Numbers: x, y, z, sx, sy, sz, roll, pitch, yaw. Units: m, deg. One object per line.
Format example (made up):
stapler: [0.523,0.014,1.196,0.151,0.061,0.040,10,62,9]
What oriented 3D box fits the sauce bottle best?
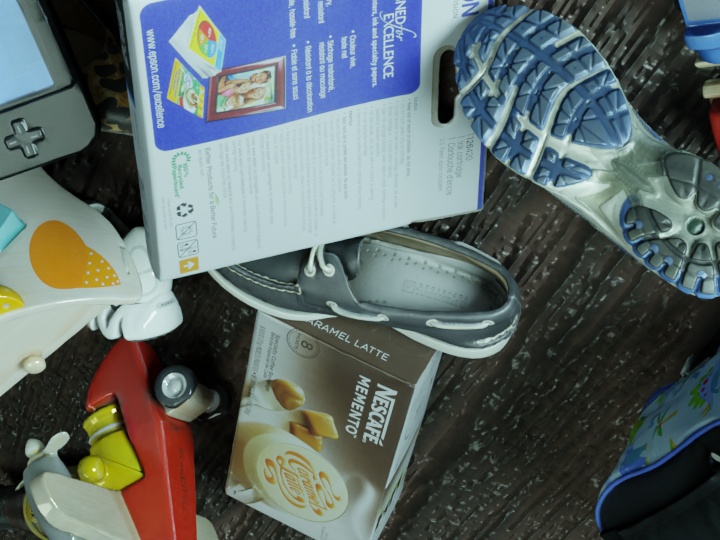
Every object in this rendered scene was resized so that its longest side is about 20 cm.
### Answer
sauce bottle: [-0.237,0.192,1.322,0.199,0.066,0.066,-11,123,36]

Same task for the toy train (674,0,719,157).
toy train: [0.193,-0.076,0.823,0.034,0.046,0.201,-2,128,32]

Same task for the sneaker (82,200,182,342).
sneaker: [-0.206,-0.014,1.117,0.199,0.075,0.082,13,113,26]

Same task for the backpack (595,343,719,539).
backpack: [0.243,0.112,0.892,0.183,0.147,0.200,38,143,-7]

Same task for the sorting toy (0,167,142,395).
sorting toy: [-0.263,-0.010,1.073,0.200,0.181,0.106,-37,147,27]

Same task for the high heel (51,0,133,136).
high heel: [-0.189,-0.168,0.945,0.199,0.071,0.143,37,145,9]

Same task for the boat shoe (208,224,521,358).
boat shoe: [0.000,0.000,0.975,0.199,0.074,0.060,19,159,5]

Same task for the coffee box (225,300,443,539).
coffee box: [-0.016,0.089,1.079,0.114,0.080,0.201,25,138,9]

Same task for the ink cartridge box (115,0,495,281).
ink cartridge box: [-0.027,-0.096,0.890,0.198,0.047,0.199,-15,135,-15]

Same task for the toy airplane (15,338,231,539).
toy airplane: [-0.164,0.173,1.146,0.140,0.200,0.201,-10,118,17]

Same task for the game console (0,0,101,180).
game console: [-0.263,-0.118,0.891,0.175,0.117,0.201,-17,112,9]

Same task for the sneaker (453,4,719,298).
sneaker: [0.126,-0.056,0.854,0.200,0.077,0.085,47,-177,14]
